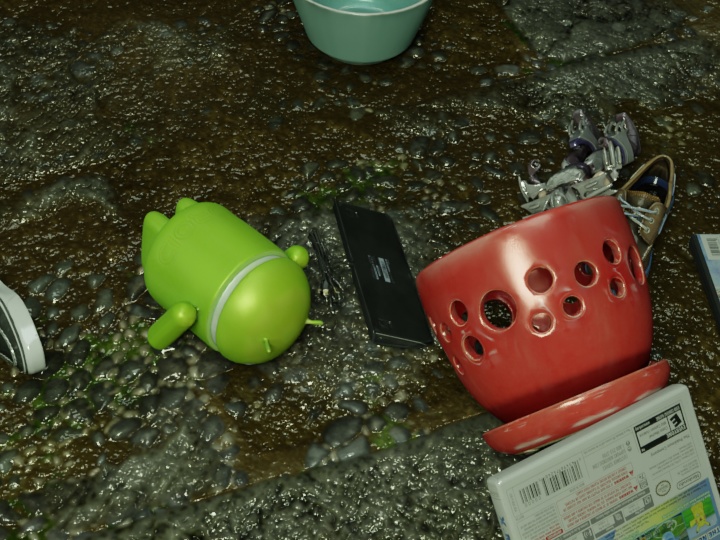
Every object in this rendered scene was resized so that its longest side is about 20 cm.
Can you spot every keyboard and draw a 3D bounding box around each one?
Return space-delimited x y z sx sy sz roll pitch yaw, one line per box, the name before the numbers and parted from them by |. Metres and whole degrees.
keyboard | 0.000 0.000 1.241 0.126 0.021 0.201 14 38 -28

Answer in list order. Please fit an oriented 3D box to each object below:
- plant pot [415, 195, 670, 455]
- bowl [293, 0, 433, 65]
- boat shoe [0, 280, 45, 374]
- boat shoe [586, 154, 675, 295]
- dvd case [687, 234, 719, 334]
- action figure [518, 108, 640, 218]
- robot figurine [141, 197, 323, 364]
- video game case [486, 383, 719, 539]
plant pot | 0.171 0.053 1.075 0.198 0.200 0.184 -20 81 -22
bowl | 0.001 -0.339 1.539 0.198 0.106 0.202 2 45 -2
boat shoe | -0.371 0.040 1.160 0.068 0.074 0.199 -24 51 -31
boat shoe | 0.291 -0.054 1.296 0.071 0.073 0.201 18 47 14
dvd case | 0.461 0.016 1.277 0.197 0.018 0.144 0 46 -4
action figure | 0.244 -0.115 1.344 0.129 0.070 0.200 -8 25 34
robot figurine | -0.131 0.012 1.174 0.199 0.117 0.175 35 41 27
video game case | 0.211 0.214 0.975 0.198 0.185 0.022 -21 7 -24
